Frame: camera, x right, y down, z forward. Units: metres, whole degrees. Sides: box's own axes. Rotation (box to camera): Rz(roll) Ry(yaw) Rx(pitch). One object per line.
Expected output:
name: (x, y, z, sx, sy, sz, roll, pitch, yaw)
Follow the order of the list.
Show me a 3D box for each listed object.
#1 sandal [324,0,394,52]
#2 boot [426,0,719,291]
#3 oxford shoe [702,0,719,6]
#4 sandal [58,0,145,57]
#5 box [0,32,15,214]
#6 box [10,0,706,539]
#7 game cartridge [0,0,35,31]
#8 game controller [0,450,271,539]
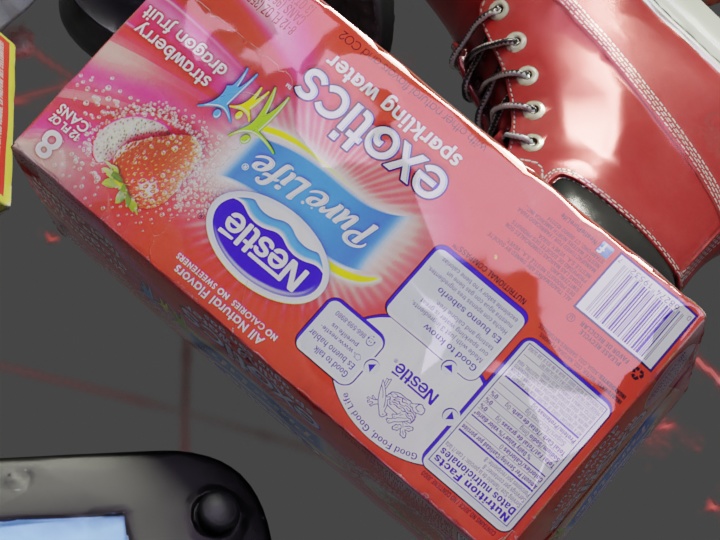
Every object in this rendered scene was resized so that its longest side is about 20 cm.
sandal: (-0.026, -0.154, 0.903, 0.048, 0.075, 0.201, -32, 110, -35)
boot: (0.049, -0.065, 0.930, 0.200, 0.073, 0.144, 41, 54, 9)
oxford shoe: (0.151, -0.164, 1.031, 0.071, 0.073, 0.200, 44, 54, 15)
sandal: (-0.040, -0.148, 0.977, 0.076, 0.043, 0.201, 26, 51, 2)
box: (-0.184, -0.086, 0.803, 0.200, 0.050, 0.076, 44, 33, -44)
box: (0.000, 0.000, 0.829, 0.200, 0.096, 0.100, 39, 79, 13)
game cartridge: (-0.106, -0.192, 0.914, 0.041, 0.133, 0.200, 19, 60, 46)
game controller: (-0.118, 0.105, 0.765, 0.199, 0.042, 0.105, -2, 55, -18)
